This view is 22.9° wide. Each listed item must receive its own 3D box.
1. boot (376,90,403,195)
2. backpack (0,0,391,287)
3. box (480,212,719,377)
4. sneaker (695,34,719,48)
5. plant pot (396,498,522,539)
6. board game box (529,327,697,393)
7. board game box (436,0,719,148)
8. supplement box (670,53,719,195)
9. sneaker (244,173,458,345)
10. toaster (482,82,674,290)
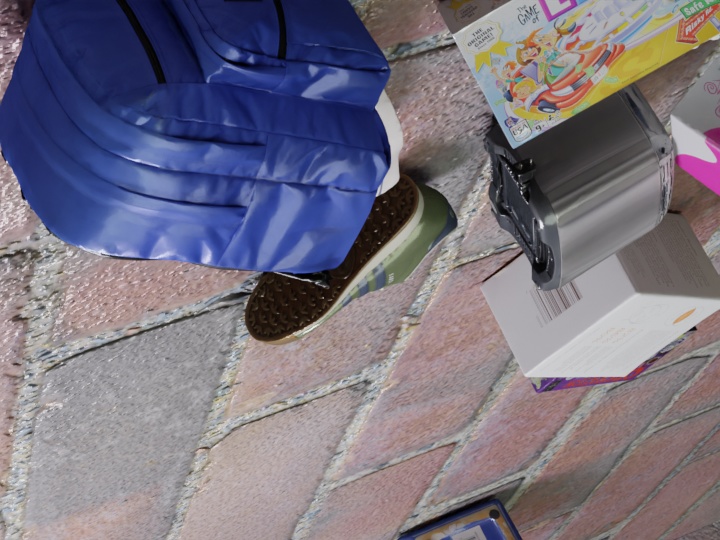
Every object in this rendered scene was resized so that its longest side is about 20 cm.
[{"bbox_3d":[-0.024,-0.085,1.237,0.090,0.073,0.200,-30,160,-7],"label":"boot"},{"bbox_3d":[-0.099,-0.100,1.011,0.198,0.163,0.169,0,127,-33],"label":"backpack"},{"bbox_3d":[0.244,0.023,1.759,0.152,0.107,0.199,-39,156,29],"label":"box"},{"bbox_3d":[0.275,-0.196,1.313,0.199,0.089,0.075,-32,160,15],"label":"sneaker"},{"bbox_3d":[0.154,0.452,2.545,0.198,0.201,0.180,-19,151,-18],"label":"plant pot"},{"bbox_3d":[0.303,0.098,2.120,0.199,0.033,0.120,-4,154,-46],"label":"board game box"},{"bbox_3d":[0.166,-0.182,1.236,0.199,0.034,0.135,-29,140,7],"label":"board game box"},{"bbox_3d":[0.341,-0.149,1.386,0.200,0.101,0.103,-48,161,-8],"label":"supplement box"},{"bbox_3d":[0.000,0.000,1.471,0.200,0.068,0.089,-41,150,25],"label":"sneaker"},{"bbox_3d":[0.178,-0.077,1.447,0.128,0.114,0.200,-28,155,-6],"label":"toaster"}]
